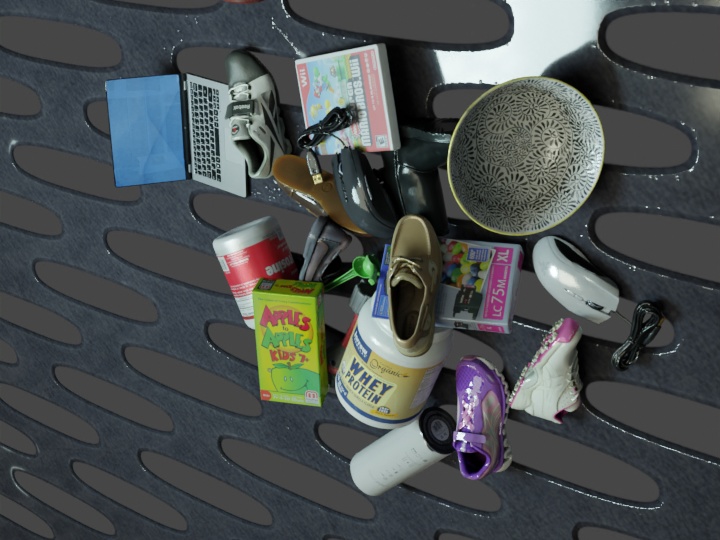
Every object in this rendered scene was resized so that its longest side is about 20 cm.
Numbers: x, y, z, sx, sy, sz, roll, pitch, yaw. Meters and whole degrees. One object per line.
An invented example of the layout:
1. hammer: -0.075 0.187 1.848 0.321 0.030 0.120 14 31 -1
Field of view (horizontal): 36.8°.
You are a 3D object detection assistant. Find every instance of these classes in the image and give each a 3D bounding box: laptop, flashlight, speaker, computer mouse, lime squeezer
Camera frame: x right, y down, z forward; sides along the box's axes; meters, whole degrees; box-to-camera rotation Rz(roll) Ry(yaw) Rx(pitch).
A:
1. laptop: -0.293 -0.211 1.741 0.200 0.116 0.188 21 124 31
2. flashlight: -0.014 0.098 1.701 0.068 0.068 0.200 35 131 16
3. speaker: 0.068 0.291 1.722 0.081 0.081 0.200 53 135 5
4. computer mouse: 0.299 0.036 1.423 0.200 0.044 0.110 41 133 17
5. lime squeezer: 0.000 0.000 1.597 0.200 0.071 0.038 -9 103 67
6. computer mouse: -0.030 -0.124 1.540 0.140 0.046 0.200 -13 104 55

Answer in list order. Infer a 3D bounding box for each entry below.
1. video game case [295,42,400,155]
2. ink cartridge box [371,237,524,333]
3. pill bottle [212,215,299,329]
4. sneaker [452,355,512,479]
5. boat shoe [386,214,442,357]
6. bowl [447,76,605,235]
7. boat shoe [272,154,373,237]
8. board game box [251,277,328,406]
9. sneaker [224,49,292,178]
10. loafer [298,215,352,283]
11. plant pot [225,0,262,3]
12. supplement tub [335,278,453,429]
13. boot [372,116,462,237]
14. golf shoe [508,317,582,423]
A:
1. video game case: -0.021 -0.237 1.524 0.200 0.017 0.143 5 107 54
2. ink cartridge box: 0.115 0.016 1.482 0.200 0.120 0.042 4 159 20
3. pill bottle: -0.151 0.023 1.745 0.112 0.112 0.200 -13 103 43
4. sneaker: 0.171 0.225 1.597 0.080 0.088 0.201 7 115 39
5. boat shoe: 0.070 0.011 1.437 0.071 0.065 0.200 -6 68 13
6. bowl: 0.195 -0.154 1.354 0.094 0.200 0.201 -113 17 -64
7. boat shoe: -0.043 -0.108 1.626 0.200 0.070 0.070 35 168 22
8. board game box: -0.108 0.112 1.680 0.101 0.048 0.200 5 120 13
9. sneaker: -0.167 -0.235 1.640 0.074 0.088 0.200 -12 103 36
10. loafer: -0.054 -0.013 1.647 0.063 0.072 0.200 23 155 4
11. plant pot: -0.155 -0.480 1.447 0.201 0.201 0.195 43 140 14
12. supplement tub: 0.053 0.121 1.602 0.144 0.144 0.200 36 131 20
13. boot: 0.096 -0.125 1.490 0.198 0.073 0.163 11 116 44
14. golf shoe: 0.274 0.139 1.478 0.091 0.075 0.200 31 144 9
